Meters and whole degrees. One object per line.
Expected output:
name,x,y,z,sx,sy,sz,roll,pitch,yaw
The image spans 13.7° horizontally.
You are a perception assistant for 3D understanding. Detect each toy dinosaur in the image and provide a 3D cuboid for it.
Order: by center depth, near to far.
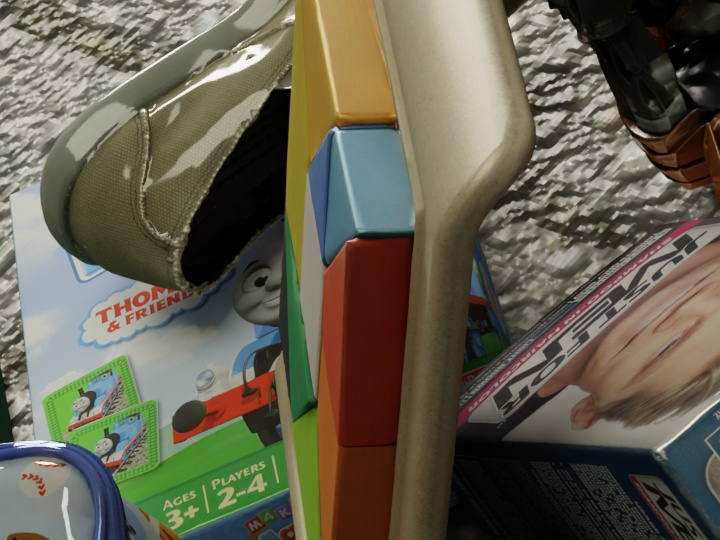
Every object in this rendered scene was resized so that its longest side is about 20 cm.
toy dinosaur,0.093,-0.067,0.731,0.102,0.136,0.200,-29,33,-11

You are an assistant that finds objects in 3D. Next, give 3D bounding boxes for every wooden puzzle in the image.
wooden puzzle,0.000,0.000,0.770,0.037,0.201,0.185,3,37,-10

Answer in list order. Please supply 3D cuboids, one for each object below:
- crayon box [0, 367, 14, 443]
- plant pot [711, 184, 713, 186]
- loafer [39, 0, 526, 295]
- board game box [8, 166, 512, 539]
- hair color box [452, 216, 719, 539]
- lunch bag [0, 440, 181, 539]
crayon box,-0.203,0.104,0.937,0.199,0.058,0.173,-25,38,5
plant pot,0.186,-0.118,0.848,0.176,0.201,0.200,-25,36,-14
loafer,-0.005,-0.058,0.939,0.200,0.075,0.070,-40,51,-10
board game box,-0.033,0.016,0.949,0.151,0.037,0.200,-24,37,7
hair color box,0.092,0.034,0.755,0.100,0.061,0.200,-40,8,-13
lunch bag,-0.123,0.149,0.784,0.159,0.076,0.201,-8,61,18
